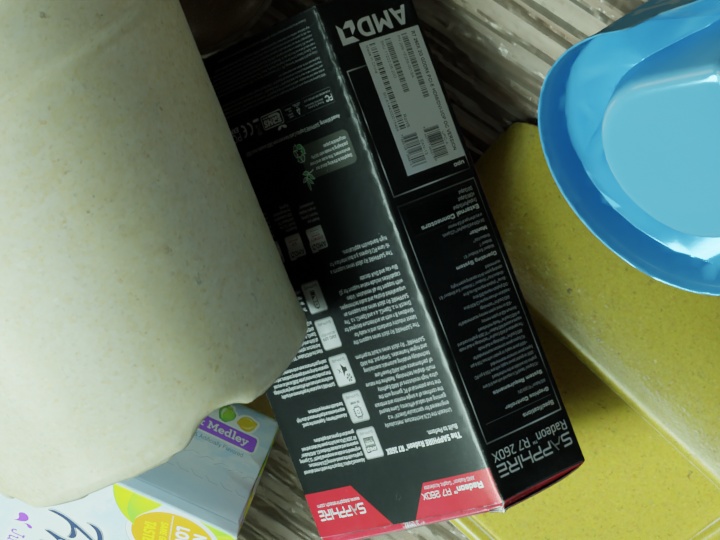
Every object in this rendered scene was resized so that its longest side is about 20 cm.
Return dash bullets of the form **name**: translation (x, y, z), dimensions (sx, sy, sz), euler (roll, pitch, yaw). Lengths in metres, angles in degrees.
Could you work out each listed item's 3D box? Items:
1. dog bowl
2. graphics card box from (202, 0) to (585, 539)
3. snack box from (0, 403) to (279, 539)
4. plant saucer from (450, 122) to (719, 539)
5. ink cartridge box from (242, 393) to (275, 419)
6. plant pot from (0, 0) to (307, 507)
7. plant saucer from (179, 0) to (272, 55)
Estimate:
- **dog bowl**: translation (0.154, -0.055, 0.912), dimensions (0.200, 0.050, 0.112), euler (-10, 119, 44)
- **graphics card box**: translation (0.000, 0.000, 1.034), dimensions (0.125, 0.051, 0.200), euler (-20, 93, 54)
- **snack box**: translation (-0.146, 0.101, 1.148), dimensions (0.168, 0.068, 0.200), euler (25, 143, -7)
- **plant saucer**: translation (0.082, 0.063, 1.084), dimensions (0.200, 0.048, 0.200), euler (43, 142, 0)
- **ink cartridge box**: translation (-0.150, 0.025, 1.174), dimensions (0.200, 0.075, 0.165), euler (39, 137, -20)
- **plant pot**: translation (-0.117, -0.023, 0.988), dimensions (0.200, 0.200, 0.184), euler (-14, 111, 46)
- **plant saucer**: translation (-0.104, -0.174, 1.031), dimensions (0.200, 0.032, 0.200), euler (22, 138, 22)
